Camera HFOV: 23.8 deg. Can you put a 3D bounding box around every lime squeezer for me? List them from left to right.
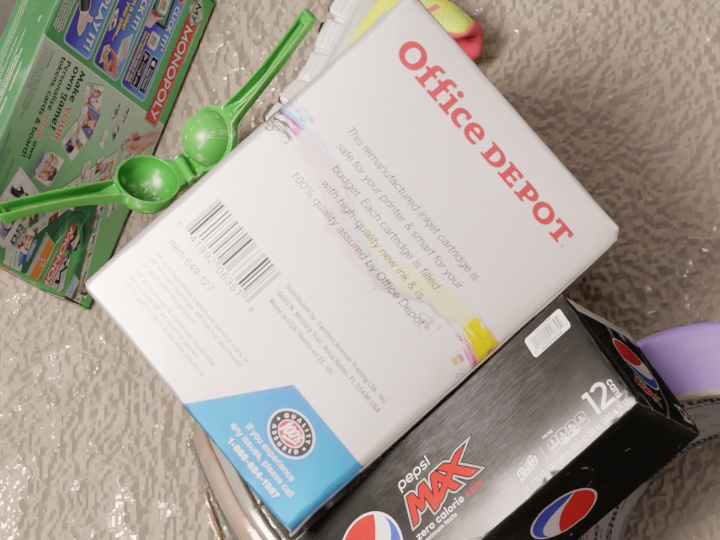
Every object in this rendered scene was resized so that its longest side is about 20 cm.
[{"bbox_3d":[-0.104,-0.072,0.939,0.199,0.071,0.038,-32,46,-3],"label":"lime squeezer"}]

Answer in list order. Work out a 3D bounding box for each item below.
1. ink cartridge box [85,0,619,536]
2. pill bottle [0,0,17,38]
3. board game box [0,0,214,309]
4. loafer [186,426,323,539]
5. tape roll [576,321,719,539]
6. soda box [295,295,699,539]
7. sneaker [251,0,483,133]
[{"bbox_3d":[0.000,0.000,0.816,0.200,0.145,0.148,-40,85,-1],"label":"ink cartridge box"},{"bbox_3d":[-0.297,-0.121,1.046,0.198,0.114,0.115,-23,66,15],"label":"pill bottle"},{"bbox_3d":[-0.159,-0.092,0.965,0.029,0.134,0.202,17,80,26],"label":"board game box"},{"bbox_3d":[-0.038,0.163,0.872,0.063,0.072,0.201,-44,65,14],"label":"loafer"},{"bbox_3d":[0.172,0.130,0.780,0.198,0.085,0.202,-7,72,21],"label":"tape roll"},{"bbox_3d":[0.048,0.106,0.755,0.200,0.071,0.064,-43,55,15],"label":"soda box"},{"bbox_3d":[0.001,-0.069,0.921,0.090,0.078,0.202,22,83,25],"label":"sneaker"}]
